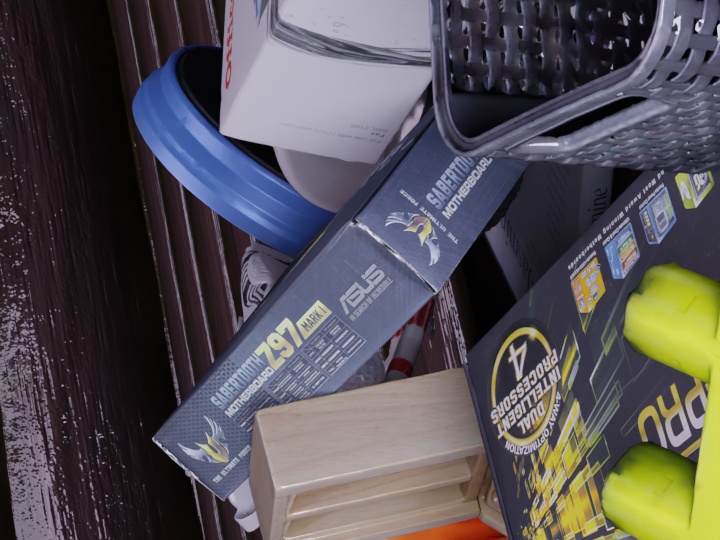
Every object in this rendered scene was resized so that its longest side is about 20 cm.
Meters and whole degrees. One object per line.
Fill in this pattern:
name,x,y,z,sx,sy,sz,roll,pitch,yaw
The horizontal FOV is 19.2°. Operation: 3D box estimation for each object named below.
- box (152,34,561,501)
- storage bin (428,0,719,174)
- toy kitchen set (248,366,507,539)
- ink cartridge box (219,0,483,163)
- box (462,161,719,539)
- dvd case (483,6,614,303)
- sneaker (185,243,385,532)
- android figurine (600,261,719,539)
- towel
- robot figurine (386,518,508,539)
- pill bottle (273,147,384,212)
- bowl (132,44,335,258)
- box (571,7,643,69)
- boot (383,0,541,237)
box,0.000,0.000,0.968,0.200,0.051,0.158,-47,5,46
storage bin,0.090,-0.140,0.666,0.135,0.093,0.201,158,113,-62
toy kitchen set,0.060,0.164,0.943,0.163,0.180,0.201,100,156,-61
ink cartridge box,0.002,-0.160,0.937,0.200,0.086,0.147,127,148,-58
box,0.118,0.051,0.737,0.200,0.049,0.162,-48,48,46
dvd case,0.091,-0.055,1.045,0.143,0.017,0.201,-113,18,-49
sneaker,-0.050,0.062,1.168,0.115,0.075,0.200,-61,18,11
android figurine,0.150,0.070,0.602,0.200,0.041,0.183,28,120,46
towel,0.024,0.042,1.205,0.144,0.023,0.201,107,-178,-63
robot figurine,0.056,0.149,1.124,0.144,0.117,0.200,39,160,6
pill bottle,-0.013,-0.128,1.264,0.200,0.114,0.115,-111,17,-56
bowl,-0.044,-0.071,1.310,0.039,0.200,0.201,-57,29,21
box,0.103,-0.167,0.867,0.200,0.036,0.145,-115,20,-52
boot,0.043,-0.111,1.065,0.200,0.070,0.132,111,154,-46
